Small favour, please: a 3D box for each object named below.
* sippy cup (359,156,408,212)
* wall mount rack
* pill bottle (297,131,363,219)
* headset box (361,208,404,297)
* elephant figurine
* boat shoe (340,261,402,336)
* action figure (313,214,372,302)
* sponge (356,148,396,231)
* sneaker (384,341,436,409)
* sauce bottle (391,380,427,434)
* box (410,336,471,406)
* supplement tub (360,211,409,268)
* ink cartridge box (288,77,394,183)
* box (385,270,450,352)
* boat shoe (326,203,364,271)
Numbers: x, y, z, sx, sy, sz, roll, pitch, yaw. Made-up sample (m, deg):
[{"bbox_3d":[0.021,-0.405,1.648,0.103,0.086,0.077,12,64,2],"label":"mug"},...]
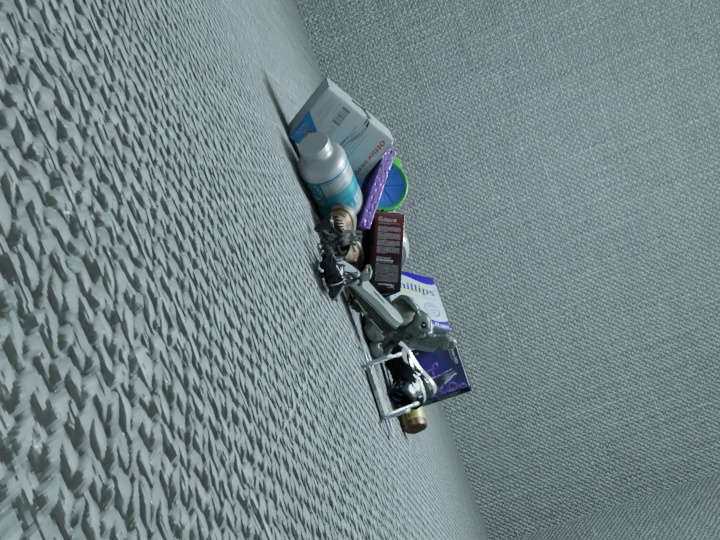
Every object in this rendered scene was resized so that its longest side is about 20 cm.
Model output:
[{"bbox_3d":[0.045,-0.202,1.592,0.141,0.176,0.130,65,-11,6],"label":"sippy cup"},{"bbox_3d":[0.068,0.245,1.319,0.174,0.074,0.203,39,32,-79],"label":"wall mount rack"},{"bbox_3d":[-0.070,-0.206,1.360,0.201,0.109,0.112,64,9,-48],"label":"pill bottle"},{"bbox_3d":[0.049,-0.044,1.471,0.149,0.076,0.203,150,-56,-76],"label":"headset box"},{"bbox_3d":[0.112,0.131,1.491,0.142,0.198,0.157,-71,140,-80],"label":"elephant figurine"},{"bbox_3d":[0.004,0.063,1.345,0.200,0.064,0.071,46,15,-6],"label":"boat shoe"},{"bbox_3d":[-0.033,-0.025,1.169,0.201,0.100,0.120,-105,-177,-52],"label":"action figure"},{"bbox_3d":[0.022,-0.184,1.460,0.111,0.030,0.203,-18,-128,69],"label":"sponge"},{"bbox_3d":[0.092,0.255,1.532,0.200,0.073,0.111,45,44,15],"label":"sneaker"},{"bbox_3d":[0.118,0.316,1.588,0.066,0.065,0.202,61,13,-54],"label":"sauce bottle"},{"bbox_3d":[0.200,0.295,1.751,0.104,0.197,0.150,54,17,-68],"label":"box"},{"bbox_3d":[0.056,-0.076,1.672,0.201,0.143,0.146,-96,164,-66],"label":"supplement tub"},{"bbox_3d":[-0.045,-0.316,1.417,0.199,0.145,0.084,34,22,-25],"label":"ink cartridge box"},{"bbox_3d":[0.127,0.107,1.707,0.182,0.105,0.201,14,39,-26],"label":"box"},{"bbox_3d":[-0.042,-0.053,1.377,0.202,0.075,0.072,76,30,-41],"label":"boat shoe"}]
